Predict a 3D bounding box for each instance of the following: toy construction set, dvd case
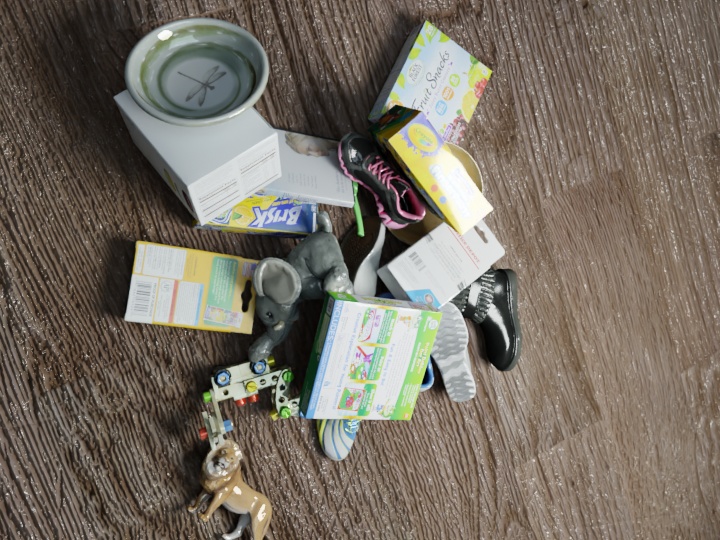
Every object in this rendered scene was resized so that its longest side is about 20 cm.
[{"bbox_3d":[-0.182,0.214,1.029,0.199,0.092,0.132,-17,96,-32],"label":"toy construction set"},{"bbox_3d":[-0.109,-0.181,1.055,0.199,0.018,0.143,6,57,-22],"label":"dvd case"}]

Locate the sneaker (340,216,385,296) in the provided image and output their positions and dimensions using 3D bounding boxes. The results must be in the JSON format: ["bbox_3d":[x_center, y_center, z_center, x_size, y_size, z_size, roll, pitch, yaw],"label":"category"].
[{"bbox_3d":[0.000,0.000,1.122,0.085,0.073,0.201,47,61,-52],"label":"sneaker"}]

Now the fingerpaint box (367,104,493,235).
[{"bbox_3d":[0.110,-0.170,1.030,0.073,0.167,0.200,-40,111,3],"label":"fingerpaint box"}]

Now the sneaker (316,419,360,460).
[{"bbox_3d":[-0.024,0.238,1.078,0.075,0.105,0.201,5,88,-23],"label":"sneaker"}]

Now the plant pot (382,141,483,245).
[{"bbox_3d":[0.129,-0.141,1.147,0.199,0.027,0.201,-4,109,-11],"label":"plant pot"}]

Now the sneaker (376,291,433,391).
[{"bbox_3d":[0.084,0.132,1.136,0.074,0.082,0.201,-25,98,-18],"label":"sneaker"}]

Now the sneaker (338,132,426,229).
[{"bbox_3d":[0.044,-0.154,1.053,0.079,0.095,0.200,-47,114,-15],"label":"sneaker"}]

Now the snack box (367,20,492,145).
[{"bbox_3d":[0.132,-0.330,1.162,0.168,0.068,0.201,30,79,-21],"label":"snack box"}]

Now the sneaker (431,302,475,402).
[{"bbox_3d":[0.164,0.145,1.160,0.074,0.082,0.201,-11,111,3],"label":"sneaker"}]

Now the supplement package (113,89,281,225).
[{"bbox_3d":[-0.243,-0.202,0.943,0.156,0.111,0.200,-36,71,-19],"label":"supplement package"}]

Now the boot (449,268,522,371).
[{"bbox_3d":[0.222,0.093,1.193,0.157,0.079,0.212,-1,85,-25],"label":"boot"}]

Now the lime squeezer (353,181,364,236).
[{"bbox_3d":[0.009,-0.166,1.121,0.070,0.038,0.201,22,69,-3],"label":"lime squeezer"}]

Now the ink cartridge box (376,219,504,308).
[{"bbox_3d":[0.144,-0.013,1.099,0.200,0.067,0.116,-36,90,-18],"label":"ink cartridge box"}]

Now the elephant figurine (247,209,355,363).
[{"bbox_3d":[-0.117,0.029,1.004,0.199,0.156,0.142,-19,140,1],"label":"elephant figurine"}]

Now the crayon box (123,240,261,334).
[{"bbox_3d":[-0.271,0.030,1.008,0.199,0.052,0.126,9,87,-21],"label":"crayon box"}]

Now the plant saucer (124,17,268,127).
[{"bbox_3d":[-0.231,-0.275,0.889,0.199,0.050,0.201,2,63,-4],"label":"plant saucer"}]

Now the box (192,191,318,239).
[{"bbox_3d":[-0.175,-0.095,1.036,0.199,0.070,0.065,4,84,-22],"label":"box"}]

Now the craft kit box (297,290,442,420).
[{"bbox_3d":[0.017,0.141,0.992,0.197,0.049,0.201,10,104,-25],"label":"craft kit box"}]

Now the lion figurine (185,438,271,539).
[{"bbox_3d":[-0.204,0.380,1.033,0.123,0.072,0.200,-52,122,-27],"label":"lion figurine"}]
